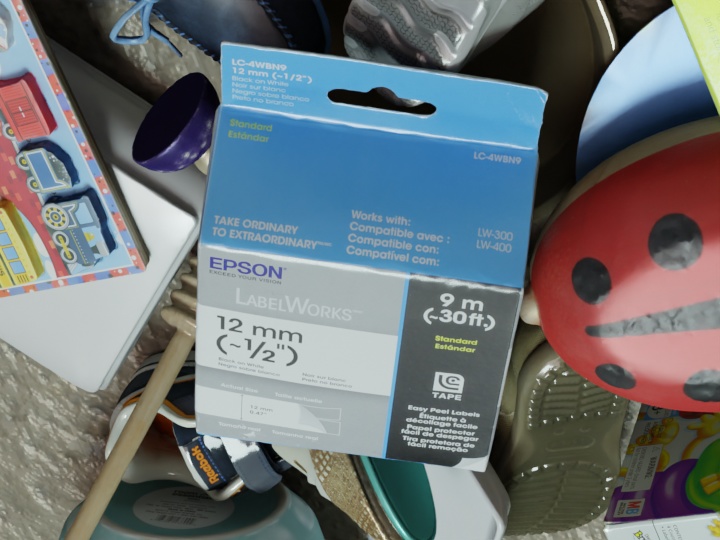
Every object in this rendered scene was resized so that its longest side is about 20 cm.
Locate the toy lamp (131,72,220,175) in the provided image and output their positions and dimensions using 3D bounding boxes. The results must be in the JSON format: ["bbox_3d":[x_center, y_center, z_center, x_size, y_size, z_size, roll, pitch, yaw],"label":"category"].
[{"bbox_3d":[-0.018,-0.018,0.929,0.058,0.059,0.200,-27,127,36],"label":"toy lamp"}]

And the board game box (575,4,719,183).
[{"bbox_3d":[0.200,-0.049,0.876,0.198,0.039,0.159,16,122,8],"label":"board game box"}]

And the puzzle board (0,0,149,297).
[{"bbox_3d":[-0.207,-0.072,0.953,0.149,0.017,0.202,-10,117,25],"label":"puzzle board"}]

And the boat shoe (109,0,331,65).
[{"bbox_3d":[-0.105,-0.146,0.885,0.199,0.069,0.084,38,132,10],"label":"boat shoe"}]

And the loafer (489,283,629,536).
[{"bbox_3d":[0.099,0.073,0.991,0.075,0.068,0.201,0,146,-9],"label":"loafer"}]

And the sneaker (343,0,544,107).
[{"bbox_3d":[0.064,-0.150,0.784,0.075,0.082,0.200,49,139,-1],"label":"sneaker"}]

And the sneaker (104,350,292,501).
[{"bbox_3d":[-0.050,0.080,1.052,0.198,0.080,0.079,-13,118,28],"label":"sneaker"}]

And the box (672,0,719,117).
[{"bbox_3d":[0.218,-0.146,0.766,0.198,0.048,0.123,-19,109,25],"label":"box"}]

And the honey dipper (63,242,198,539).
[{"bbox_3d":[-0.115,0.079,1.009,0.038,0.201,0.038,26,168,6],"label":"honey dipper"}]

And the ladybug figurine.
[{"bbox_3d":[0.164,0.004,0.838,0.198,0.072,0.137,-14,109,17],"label":"ladybug figurine"}]

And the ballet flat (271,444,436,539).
[{"bbox_3d":[-0.021,0.058,0.985,0.065,0.070,0.202,-24,77,25],"label":"ballet flat"}]

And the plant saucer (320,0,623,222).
[{"bbox_3d":[0.029,-0.104,0.911,0.198,0.030,0.202,12,129,15],"label":"plant saucer"}]

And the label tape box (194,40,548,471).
[{"bbox_3d":[0.000,0.000,0.854,0.142,0.067,0.201,8,140,2],"label":"label tape box"}]

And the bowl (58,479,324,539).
[{"bbox_3d":[-0.095,0.177,1.087,0.199,0.201,0.106,7,108,18],"label":"bowl"}]

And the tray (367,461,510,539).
[{"bbox_3d":[0.044,0.138,1.034,0.108,0.022,0.201,60,159,29],"label":"tray"}]

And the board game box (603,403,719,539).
[{"bbox_3d":[0.236,0.118,0.941,0.198,0.103,0.106,-11,121,29],"label":"board game box"}]

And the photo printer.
[{"bbox_3d":[-0.184,-0.046,1.017,0.199,0.070,0.167,34,130,-4],"label":"photo printer"}]
